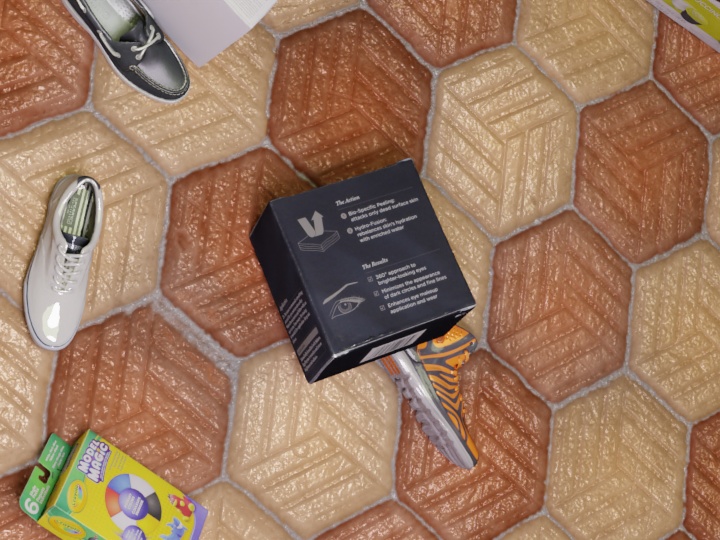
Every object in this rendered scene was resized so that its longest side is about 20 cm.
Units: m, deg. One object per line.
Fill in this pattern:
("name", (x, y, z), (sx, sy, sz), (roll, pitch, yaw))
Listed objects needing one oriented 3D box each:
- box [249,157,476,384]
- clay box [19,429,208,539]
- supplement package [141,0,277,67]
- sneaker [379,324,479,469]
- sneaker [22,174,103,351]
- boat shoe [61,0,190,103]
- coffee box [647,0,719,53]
("box", (0.000, 0.000, 1.698), (0.194, 0.118, 0.202), (-17, 76, -24))
("clay box", (-0.272, 0.265, 1.592), (0.199, 0.047, 0.116), (38, 38, -18))
("supplement package", (-0.175, -0.343, 1.630), (0.156, 0.199, 0.111), (45, 71, -14))
("sneaker", (0.114, 0.141, 1.783), (0.111, 0.077, 0.202), (-34, 99, -21))
("sneaker", (-0.333, -0.012, 1.603), (0.072, 0.071, 0.203), (9, 82, -22))
("boat shoe", (-0.270, -0.275, 1.659), (0.200, 0.060, 0.076), (42, 71, -15))
("coffee box", (0.541, -0.430, 1.951), (0.198, 0.197, 0.202), (29, 75, -18))
